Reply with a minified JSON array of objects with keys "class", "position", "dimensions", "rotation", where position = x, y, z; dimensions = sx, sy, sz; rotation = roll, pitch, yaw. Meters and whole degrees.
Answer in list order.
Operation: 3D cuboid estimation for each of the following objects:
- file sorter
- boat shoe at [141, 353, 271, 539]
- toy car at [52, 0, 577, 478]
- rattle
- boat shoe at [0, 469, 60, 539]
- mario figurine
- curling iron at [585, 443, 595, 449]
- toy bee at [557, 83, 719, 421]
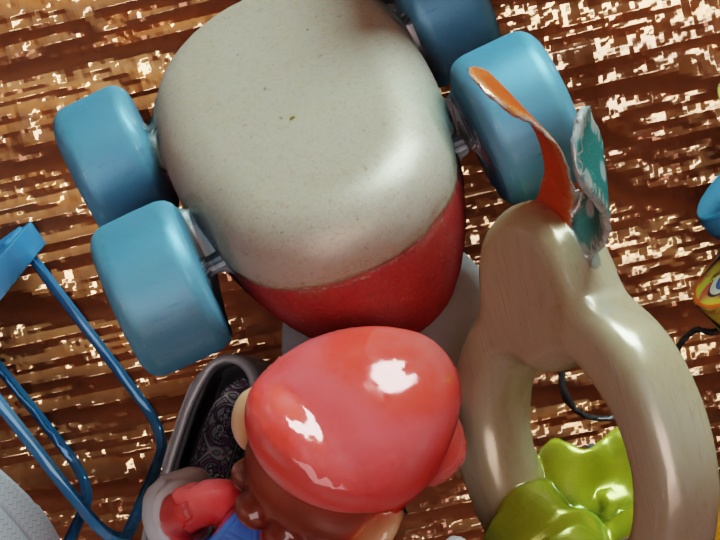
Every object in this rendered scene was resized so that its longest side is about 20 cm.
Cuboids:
[{"class":"file sorter","position":[-0.198,0.099,0.763],"dimensions":[0.199,0.139,0.123],"rotation":[-35,102,12]},{"class":"boat shoe","position":[-0.068,0.133,0.742],"dimensions":[0.071,0.069,0.202],"rotation":[15,79,22]},{"class":"toy car","position":[0.000,0.000,0.732],"dimensions":[0.183,0.177,0.201],"rotation":[-25,129,-3]},{"class":"rattle","position":[0.108,0.021,0.628],"dimensions":[0.141,0.130,0.203],"rotation":[-8,97,-16]},{"class":"boat shoe","position":[-0.176,0.099,0.663],"dimensions":[0.070,0.072,0.201],"rotation":[-22,109,31]},{"class":"mario figurine","position":[-0.018,0.108,0.655],"dimensions":[0.122,0.106,0.201],"rotation":[27,112,-11]},{"class":"curling iron","position":[0.094,0.169,0.687],"dimensions":[0.025,0.050,0.203],"rotation":[5,78,2]},{"class":"toy bee","position":[0.175,0.000,0.680],"dimensions":[0.130,0.109,0.202],"rotation":[23,101,-9]}]
